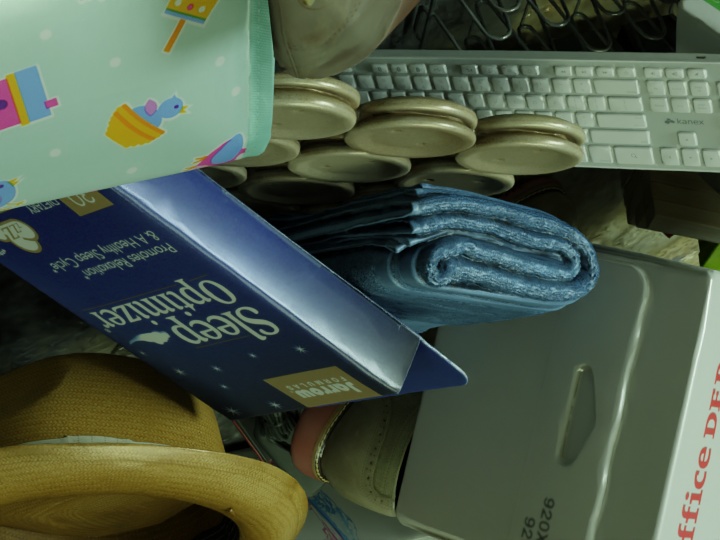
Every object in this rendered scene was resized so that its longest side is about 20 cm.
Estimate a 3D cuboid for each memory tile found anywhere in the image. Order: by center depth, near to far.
[{"bbox_3d":[-0.016,-0.043,0.750,0.153,0.017,0.200,7,168,-27],"label":"memory tile"}]

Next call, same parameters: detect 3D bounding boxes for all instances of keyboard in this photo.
[{"bbox_3d":[0.083,-0.063,0.740,0.199,0.011,0.056,4,131,26],"label":"keyboard"}]

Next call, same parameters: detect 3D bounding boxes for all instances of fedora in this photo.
[{"bbox_3d":[-0.125,0.093,0.841,0.200,0.082,0.201,-6,148,-4],"label":"fedora"}]

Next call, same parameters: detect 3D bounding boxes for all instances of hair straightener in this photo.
[{"bbox_3d":[-0.039,0.069,0.965,0.041,0.077,0.200,-43,151,-16],"label":"hair straightener"}]

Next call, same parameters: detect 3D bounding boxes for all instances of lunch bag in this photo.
[{"bbox_3d":[-0.113,-0.117,0.556,0.170,0.122,0.200,-13,141,-19],"label":"lunch bag"}]

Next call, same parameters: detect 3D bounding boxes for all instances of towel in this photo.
[{"bbox_3d":[0.000,0.000,0.807,0.111,0.049,0.200,10,166,-39],"label":"towel"}]

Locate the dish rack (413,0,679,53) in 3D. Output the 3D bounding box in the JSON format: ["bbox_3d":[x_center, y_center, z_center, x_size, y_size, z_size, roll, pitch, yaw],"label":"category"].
[{"bbox_3d":[0.101,-0.129,0.767,0.153,0.055,0.200,-15,149,-20],"label":"dish rack"}]

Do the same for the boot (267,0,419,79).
[{"bbox_3d":[0.049,-0.160,0.558,0.200,0.064,0.187,-42,162,-50],"label":"boot"}]

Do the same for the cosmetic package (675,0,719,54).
[{"bbox_3d":[0.234,-0.121,0.766,0.200,0.108,0.085,-45,154,-15],"label":"cosmetic package"}]

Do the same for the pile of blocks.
[{"bbox_3d":[0.222,-0.035,0.986,0.199,0.082,0.062,-11,148,-26],"label":"pile of blocks"}]

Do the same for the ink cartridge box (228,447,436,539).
[{"bbox_3d":[-0.055,0.172,1.107,0.199,0.084,0.145,-9,147,-28],"label":"ink cartridge box"}]

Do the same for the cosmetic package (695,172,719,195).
[{"bbox_3d":[0.239,-0.047,0.849,0.103,0.200,0.073,-19,125,-14],"label":"cosmetic package"}]

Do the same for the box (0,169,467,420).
[{"bbox_3d":[-0.062,0.011,0.748,0.200,0.033,0.121,36,151,-27],"label":"box"}]

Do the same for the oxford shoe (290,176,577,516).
[{"bbox_3d":[0.055,0.041,0.931,0.200,0.075,0.071,-50,147,-11],"label":"oxford shoe"}]

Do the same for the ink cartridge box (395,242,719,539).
[{"bbox_3d":[0.143,0.071,0.872,0.200,0.144,0.148,13,89,-48],"label":"ink cartridge box"}]
